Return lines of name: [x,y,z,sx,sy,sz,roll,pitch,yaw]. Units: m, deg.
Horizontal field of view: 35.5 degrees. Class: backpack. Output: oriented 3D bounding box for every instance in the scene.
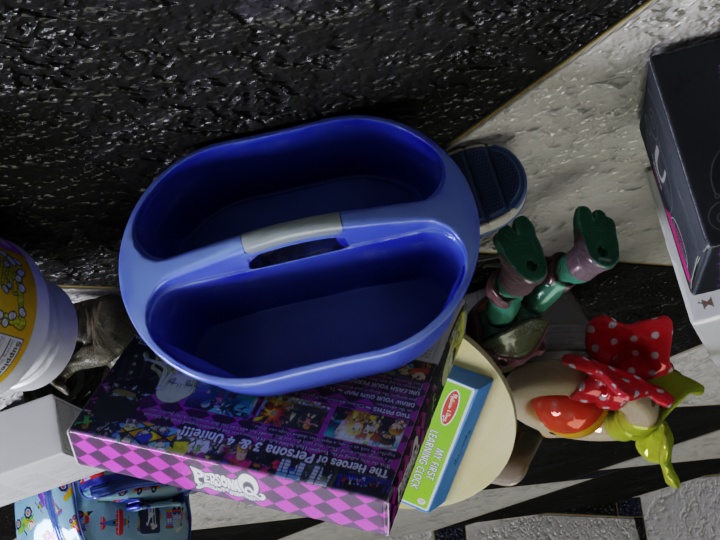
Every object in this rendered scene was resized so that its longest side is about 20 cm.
backpack: [-0.230,0.209,1.048,0.134,0.200,0.182,-23,158,30]

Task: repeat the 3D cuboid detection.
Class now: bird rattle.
bird rattle: [0.195,0.112,0.933,0.163,0.113,0.200,-8,157,31]

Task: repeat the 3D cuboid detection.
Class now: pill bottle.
pill bottle: [-0.247,0.018,0.634,0.104,0.104,0.200,-18,161,16]

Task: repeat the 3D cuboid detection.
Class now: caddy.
caddy: [-0.032,-0.007,0.633,0.200,0.142,0.105,-13,162,1]

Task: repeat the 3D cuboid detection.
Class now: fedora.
fedora: [0.149,0.062,1.026,0.177,0.090,0.200,-26,151,32]

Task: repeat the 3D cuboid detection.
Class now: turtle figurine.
turtle figurine: [0.100,0.025,0.836,0.150,0.101,0.200,-30,170,-33]

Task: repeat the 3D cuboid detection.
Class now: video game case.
video game case: [-0.050,0.067,0.705,0.200,0.181,0.036,9,129,15]

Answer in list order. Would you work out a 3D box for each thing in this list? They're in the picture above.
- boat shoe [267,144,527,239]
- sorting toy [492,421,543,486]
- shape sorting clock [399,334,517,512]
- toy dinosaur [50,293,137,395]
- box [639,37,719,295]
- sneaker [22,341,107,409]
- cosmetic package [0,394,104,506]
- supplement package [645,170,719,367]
boat shoe: [0.011,-0.021,0.729,0.200,0.072,0.072,-13,163,3]
sorting toy: [0.091,0.146,1.130,0.185,0.037,0.200,8,-164,17]
shape sorting clock: [0.017,0.101,0.833,0.200,0.200,0.039,-25,-159,34]
toy dinosaur: [-0.161,0.060,0.819,0.200,0.102,0.077,18,152,15]
box: [0.276,-0.076,0.652,0.200,0.122,0.106,-14,162,6]
sneaker: [-0.171,0.069,0.903,0.200,0.076,0.091,-14,173,21]
cosmetic package: [-0.299,0.151,0.836,0.200,0.051,0.083,-19,158,3]
supplement package: [0.305,-0.011,0.861,0.120,0.121,0.200,-18,161,18]
